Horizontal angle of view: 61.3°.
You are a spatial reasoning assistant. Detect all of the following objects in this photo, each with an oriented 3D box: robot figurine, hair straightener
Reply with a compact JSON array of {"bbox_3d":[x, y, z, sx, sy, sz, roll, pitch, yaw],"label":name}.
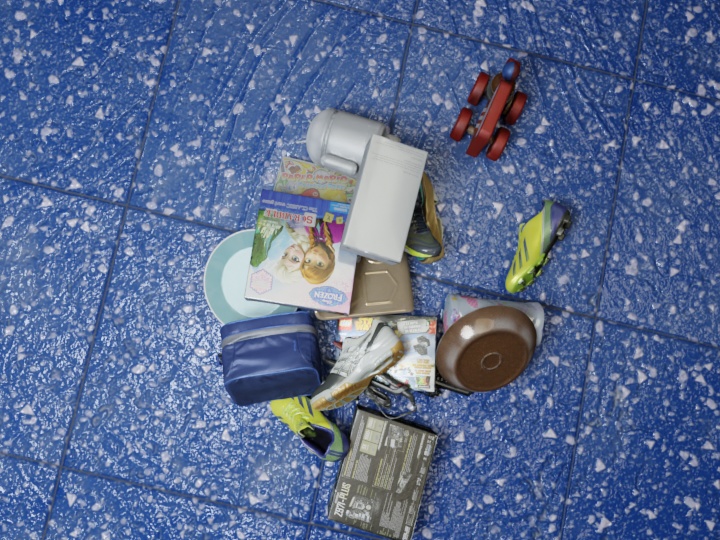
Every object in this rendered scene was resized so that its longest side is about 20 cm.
[{"bbox_3d":[-0.022,-0.245,1.182,0.194,0.115,0.171,17,41,5],"label":"robot figurine"},{"bbox_3d":[0.016,0.214,1.132,0.197,0.041,0.078,31,90,7],"label":"hair straightener"}]

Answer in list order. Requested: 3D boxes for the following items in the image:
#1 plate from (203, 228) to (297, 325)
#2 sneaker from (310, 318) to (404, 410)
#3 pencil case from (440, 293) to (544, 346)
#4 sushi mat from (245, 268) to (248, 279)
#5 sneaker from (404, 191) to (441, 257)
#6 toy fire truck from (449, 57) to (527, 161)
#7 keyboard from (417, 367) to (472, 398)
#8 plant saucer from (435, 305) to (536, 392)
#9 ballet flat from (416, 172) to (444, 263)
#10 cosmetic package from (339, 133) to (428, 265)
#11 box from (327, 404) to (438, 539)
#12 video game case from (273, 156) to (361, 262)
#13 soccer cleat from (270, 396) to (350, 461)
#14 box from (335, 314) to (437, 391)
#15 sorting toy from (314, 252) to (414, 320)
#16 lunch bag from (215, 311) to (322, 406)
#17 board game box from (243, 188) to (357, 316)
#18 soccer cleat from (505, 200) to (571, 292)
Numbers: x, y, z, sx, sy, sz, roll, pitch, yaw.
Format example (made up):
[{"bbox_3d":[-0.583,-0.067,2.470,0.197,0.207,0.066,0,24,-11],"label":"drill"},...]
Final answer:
[{"bbox_3d":[-0.206,0.023,1.183,0.193,0.026,0.207,0,92,-1],"label":"plate"},{"bbox_3d":[-0.016,0.169,1.093,0.198,0.076,0.089,-37,62,3],"label":"sneaker"},{"bbox_3d":[0.255,0.094,1.175,0.193,0.091,0.086,6,100,-2],"label":"pencil case"},{"bbox_3d":[-0.123,-0.004,1.207,0.194,0.012,0.099,14,83,-1],"label":"sushi mat"},{"bbox_3d":[0.092,-0.104,1.150,0.072,0.082,0.202,-9,50,-35],"label":"sneaker"},{"bbox_3d":[0.262,-0.320,1.180,0.110,0.168,0.204,26,84,0],"label":"toy fire truck"},{"bbox_3d":[0.137,0.196,1.187,0.194,0.040,0.107,16,83,0],"label":"keyboard"},{"bbox_3d":[0.237,0.157,1.120,0.194,0.037,0.205,-4,123,-7],"label":"plant saucer"},{"bbox_3d":[0.130,-0.116,1.216,0.061,0.068,0.207,-4,86,-31],"label":"ballet flat"},{"bbox_3d":[0.040,-0.122,1.078,0.110,0.081,0.206,17,86,-7],"label":"cosmetic package"},{"bbox_3d":[0.040,0.378,1.139,0.159,0.086,0.206,16,83,-1],"label":"box"},{"bbox_3d":[-0.079,-0.122,1.189,0.194,0.023,0.187,12,65,-2],"label":"video game case"},{"bbox_3d":[-0.102,0.278,1.114,0.197,0.083,0.066,28,92,34],"label":"soccer cleat"},{"bbox_3d":[0.049,0.155,1.167,0.193,0.040,0.142,2,85,10],"label":"box"},{"bbox_3d":[0.000,0.000,1.182,0.193,0.037,0.191,-3,69,-9],"label":"sorting toy"},{"bbox_3d":[-0.171,0.156,1.121,0.193,0.137,0.136,-7,59,-4],"label":"lunch bag"},{"bbox_3d":[-0.102,-0.032,1.119,0.194,0.041,0.206,8,80,-3],"label":"board game box"},{"bbox_3d":[0.340,-0.048,1.212,0.083,0.065,0.202,33,86,27],"label":"soccer cleat"}]
